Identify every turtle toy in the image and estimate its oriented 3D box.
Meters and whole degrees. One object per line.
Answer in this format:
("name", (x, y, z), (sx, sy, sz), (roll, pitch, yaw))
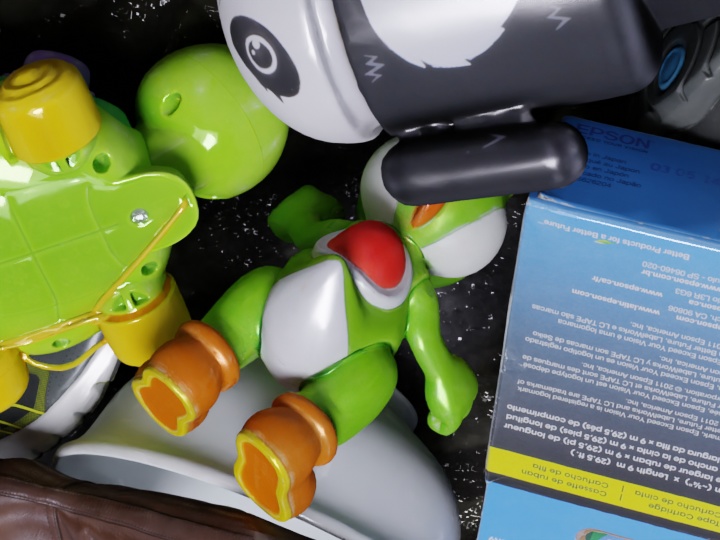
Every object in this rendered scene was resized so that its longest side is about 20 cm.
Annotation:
("turtle toy", (-0.125, -0.034, 0.755), (0.200, 0.101, 0.146), (-17, 124, 3))

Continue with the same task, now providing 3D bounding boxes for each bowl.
("bowl", (-0.034, 0.091, 0.826), (0.201, 0.091, 0.201), (20, 159, 8))

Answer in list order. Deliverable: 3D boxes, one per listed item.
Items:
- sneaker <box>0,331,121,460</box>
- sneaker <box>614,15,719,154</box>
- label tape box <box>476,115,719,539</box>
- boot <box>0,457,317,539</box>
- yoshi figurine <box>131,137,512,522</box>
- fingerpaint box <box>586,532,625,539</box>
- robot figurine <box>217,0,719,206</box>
("sneaker", (-0.180, 0.050, 0.847), (0.085, 0.075, 0.200), (39, 119, -18))
("sneaker", (0.148, -0.057, 0.748), (0.082, 0.073, 0.200), (21, 134, -12))
("label tape box", (0.132, 0.046, 0.740), (0.144, 0.063, 0.200), (14, 132, 10))
("boot", (-0.069, 0.146, 0.798), (0.200, 0.064, 0.186), (4, 154, 32))
("yoshi figurine", (0.002, 0.009, 0.747), (0.112, 0.200, 0.112), (12, 141, 50))
("fingerpaint box", (0.206, 0.137, 0.863), (0.167, 0.073, 0.200), (-38, 112, 26))
("robot figurine", (0.043, -0.117, 0.678), (0.200, 0.150, 0.125), (-9, 133, 16))
